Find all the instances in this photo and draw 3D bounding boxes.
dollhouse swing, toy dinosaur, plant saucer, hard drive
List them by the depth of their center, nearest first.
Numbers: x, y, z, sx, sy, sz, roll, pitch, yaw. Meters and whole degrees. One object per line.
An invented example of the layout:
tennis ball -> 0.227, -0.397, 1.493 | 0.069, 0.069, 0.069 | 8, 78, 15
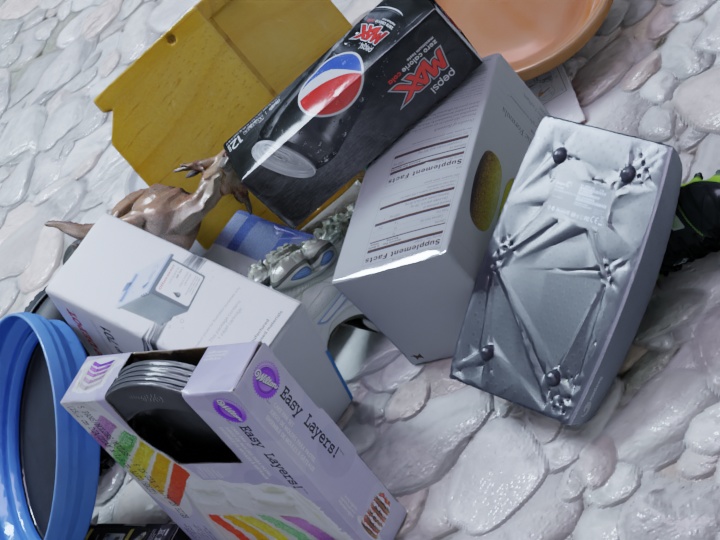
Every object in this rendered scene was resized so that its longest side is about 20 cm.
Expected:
hard drive -> 0.147, 0.000, 1.376 | 0.135, 0.042, 0.201 | 19, 89, 46
toy dinosaur -> -0.165, -0.047, 1.648 | 0.199, 0.086, 0.136 | -1, 51, 41
plant saucer -> 0.121, -0.229, 1.664 | 0.199, 0.037, 0.201 | -10, 54, 15
dollhouse swing -> -0.091, -0.144, 1.741 | 0.182, 0.200, 0.176 | -39, 8, 21

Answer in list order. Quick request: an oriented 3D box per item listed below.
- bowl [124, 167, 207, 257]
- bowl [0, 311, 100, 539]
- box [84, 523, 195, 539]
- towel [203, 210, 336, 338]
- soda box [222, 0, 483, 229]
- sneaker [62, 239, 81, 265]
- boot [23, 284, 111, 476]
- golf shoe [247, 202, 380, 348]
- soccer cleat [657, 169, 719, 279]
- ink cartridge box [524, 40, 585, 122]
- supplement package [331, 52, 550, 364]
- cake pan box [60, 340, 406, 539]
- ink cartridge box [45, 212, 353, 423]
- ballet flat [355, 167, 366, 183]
bowl -> -0.152, -0.070, 1.810 | 0.201, 0.090, 0.201 | -27, 34, 21
bowl -> -0.251, 0.133, 1.533 | 0.200, 0.039, 0.202 | -3, 86, 61
box -> -0.221, 0.284, 1.496 | 0.161, 0.049, 0.200 | -6, 46, 42
towel -> -0.093, 0.049, 1.612 | 0.146, 0.024, 0.200 | 20, 64, 26
soda box -> -0.007, -0.128, 1.517 | 0.200, 0.071, 0.063 | -42, 35, 8
sneaker -> -0.208, 0.016, 1.725 | 0.200, 0.067, 0.090 | 23, 25, 39
boot -> -0.257, 0.102, 1.734 | 0.162, 0.073, 0.199 | 4, 60, 52
golf shoe -> 0.000, 0.000, 1.578 | 0.200, 0.098, 0.078 | -33, 10, -33
soccer cleat -> 0.220, -0.026, 1.390 | 0.199, 0.067, 0.081 | 2, 76, 43
ink cartridge box -> 0.105, -0.151, 1.690 | 0.161, 0.050, 0.201 | -31, 52, 17
supplement package -> 0.073, -0.046, 1.510 | 0.109, 0.114, 0.201 | -15, 44, 36
cake pan box -> -0.091, 0.129, 1.401 | 0.184, 0.200, 0.052 | -7, 43, 39
ink cartridge box -> -0.121, 0.056, 1.507 | 0.199, 0.147, 0.086 | 22, 66, 29
ballet flat -> 0.007, -0.153, 1.655 | 0.068, 0.072, 0.201 | -22, 40, 24
